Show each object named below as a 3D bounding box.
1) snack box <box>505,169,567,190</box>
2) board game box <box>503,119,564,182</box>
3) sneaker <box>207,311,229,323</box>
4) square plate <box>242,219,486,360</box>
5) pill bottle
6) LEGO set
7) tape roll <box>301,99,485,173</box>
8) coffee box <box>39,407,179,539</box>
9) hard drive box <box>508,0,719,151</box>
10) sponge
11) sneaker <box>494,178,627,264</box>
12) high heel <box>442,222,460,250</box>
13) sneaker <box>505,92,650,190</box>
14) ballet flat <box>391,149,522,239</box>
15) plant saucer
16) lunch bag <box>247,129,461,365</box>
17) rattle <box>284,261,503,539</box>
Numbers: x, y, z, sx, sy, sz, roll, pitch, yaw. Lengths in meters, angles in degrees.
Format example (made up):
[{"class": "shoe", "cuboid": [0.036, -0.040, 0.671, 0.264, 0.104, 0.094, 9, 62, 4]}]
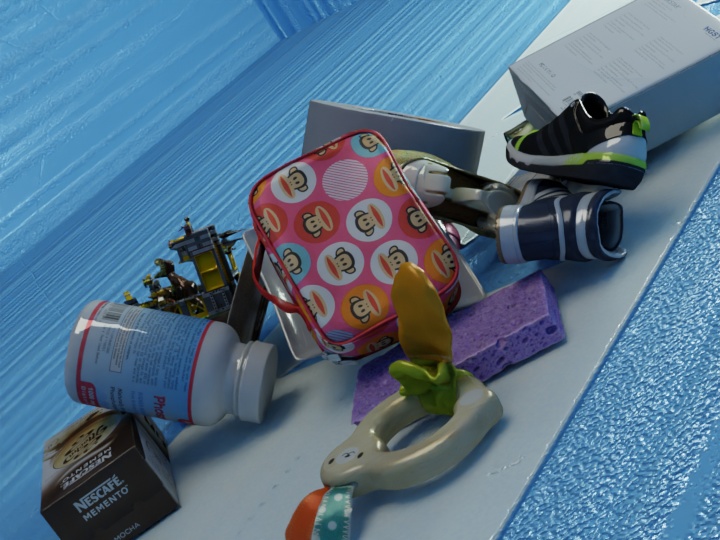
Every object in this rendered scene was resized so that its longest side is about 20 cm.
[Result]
[{"class": "snack box", "cuboid": [0.218, -0.120, 1.352, 0.072, 0.024, 0.200, -9, 30, 51]}, {"class": "board game box", "cuboid": [0.273, -0.175, 1.330, 0.200, 0.028, 0.135, -30, 27, -6]}, {"class": "sneaker", "cuboid": [-0.205, 0.089, 1.409, 0.077, 0.082, 0.200, -62, 2, 30]}, {"class": "square plate", "cuboid": [0.000, 0.000, 1.218, 0.200, 0.028, 0.198, -18, 46, -10]}, {"class": "pill bottle", "cuboid": [-0.191, 0.099, 1.222, 0.200, 0.109, 0.109, 10, 28, 7]}, {"class": "LEGO set", "cuboid": [-0.214, -0.001, 1.429, 0.154, 0.116, 0.200, -18, 6, 12]}, {"class": "tape roll", "cuboid": [0.036, -0.143, 1.335, 0.200, 0.066, 0.200, 10, 10, -2]}, {"class": "coffee box", "cuboid": [-0.261, 0.208, 1.233, 0.113, 0.080, 0.200, -34, 17, -5]}, {"class": "hard drive box", "cuboid": [0.281, -0.200, 1.251, 0.200, 0.077, 0.156, -27, 39, -1]}, {"class": "sponge", "cuboid": [0.084, 0.074, 1.064, 0.200, 0.030, 0.112, -30, 17, 14]}, {"class": "sneaker", "cuboid": [0.202, -0.049, 1.125, 0.108, 0.070, 0.200, -5, 11, 22]}, {"class": "high heel", "cuboid": [0.015, 0.001, 1.302, 0.200, 0.067, 0.096, -25, 28, 10]}, {"class": "sneaker", "cuboid": [0.211, -0.125, 1.126, 0.200, 0.072, 0.083, 21, 99, 63]}, {"class": "ballet flat", "cuboid": [0.093, -0.078, 1.213, 0.071, 0.200, 0.071, -163, 90, -71]}, {"class": "plant saucer", "cuboid": [-0.124, 0.038, 1.355, 0.200, 0.032, 0.201, -166, 90, -90]}, {"class": "lunch bag", "cuboid": [-0.016, -0.018, 1.127, 0.176, 0.200, 0.082, -27, -22, -4]}, {"class": "rattle", "cuboid": [0.001, 0.115, 0.935, 0.200, 0.143, 0.130, -30, 35, -8]}]
